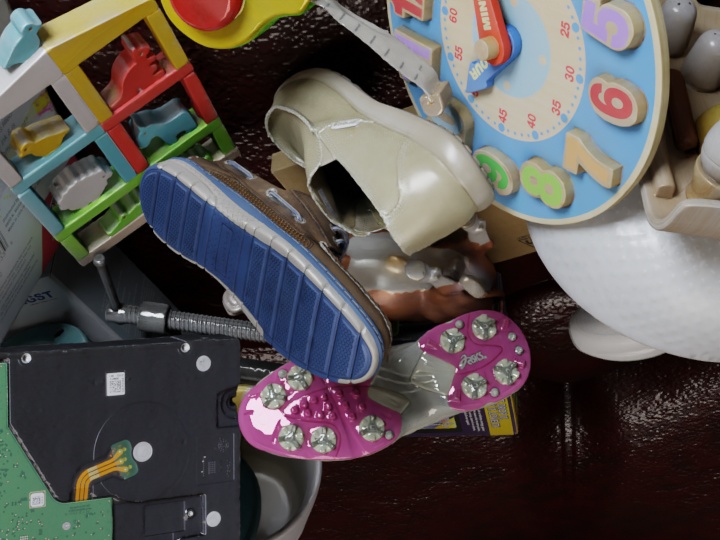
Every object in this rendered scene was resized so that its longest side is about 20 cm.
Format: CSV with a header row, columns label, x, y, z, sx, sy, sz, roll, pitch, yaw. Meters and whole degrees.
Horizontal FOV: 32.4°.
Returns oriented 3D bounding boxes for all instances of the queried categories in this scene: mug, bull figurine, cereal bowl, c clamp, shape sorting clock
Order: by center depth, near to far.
label,x,y,z,sx,sy,sz,roll,pitch,yaw
shape sorting clock,0.077,-0.118,0.642,0.039,0.200,0.200,-22,155,-28
cereal bowl,0.198,-0.050,0.700,0.199,0.201,0.084,5,141,-4
bull figurine,0.000,0.000,0.848,0.199,0.066,0.122,0,160,5
c clamp,-0.085,0.053,0.878,0.199,0.027,0.171,10,153,-1
mug,-0.116,0.187,1.138,0.149,0.187,0.153,-28,156,-13

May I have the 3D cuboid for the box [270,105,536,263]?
label,x,y,z,sx,sy,sz,roll,pitch,yaw
box,0.064,-0.056,0.850,0.199,0.021,0.164,-16,140,25

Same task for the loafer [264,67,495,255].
label,x,y,z,sx,sy,sz,roll,pitch,yaw
loafer,-0.007,-0.064,0.726,0.200,0.068,0.076,27,157,53

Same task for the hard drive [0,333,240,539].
label,x,y,z,sx,sy,sz,roll,pitch,yaw
hard drive,-0.173,0.115,0.786,0.199,0.141,0.038,-3,-175,-30

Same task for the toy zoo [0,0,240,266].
label,x,y,z,sx,sy,sz,roll,pitch,yaw
toy zoo,-0.156,-0.088,0.734,0.131,0.020,0.200,-36,153,-7

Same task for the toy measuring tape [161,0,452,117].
label,x,y,z,sx,sy,sz,roll,pitch,yaw
toy measuring tape,-0.045,-0.133,0.675,0.200,0.074,0.074,38,138,-2

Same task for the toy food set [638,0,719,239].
label,x,y,z,sx,sy,sz,roll,pitch,yaw
toy food set,0.214,-0.090,0.638,0.142,0.201,0.061,7,139,-7

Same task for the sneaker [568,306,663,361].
label,x,y,z,sx,sy,sz,roll,pitch,yaw
sneaker,0.238,0.003,0.892,0.199,0.071,0.080,-21,129,21

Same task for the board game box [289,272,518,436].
label,x,y,z,sx,sy,sz,roll,pitch,yaw
board game box,0.038,0.072,0.981,0.164,0.057,0.200,-3,152,9

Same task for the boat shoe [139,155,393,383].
label,x,y,z,sx,sy,sz,roll,pitch,yaw
boat shoe,-0.045,-0.013,0.747,0.072,0.200,0.072,-26,147,-41

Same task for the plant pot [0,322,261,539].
label,x,y,z,sx,sy,sz,roll,pitch,yaw
plant pot,-0.203,0.146,0.894,0.199,0.201,0.188,-15,126,24

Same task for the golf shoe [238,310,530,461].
label,x,y,z,sx,sy,sz,roll,pitch,yaw
golf shoe,0.016,0.086,0.840,0.199,0.076,0.092,-13,167,-8

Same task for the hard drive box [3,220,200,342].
label,x,y,z,sx,sy,sz,roll,pitch,yaw
hard drive box,-0.242,0.043,0.966,0.155,0.077,0.200,-14,141,21

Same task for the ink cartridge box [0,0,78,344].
label,x,y,z,sx,sy,sz,roll,pitch,yaw
ink cartridge box,-0.254,-0.066,0.744,0.082,0.146,0.200,14,147,16
